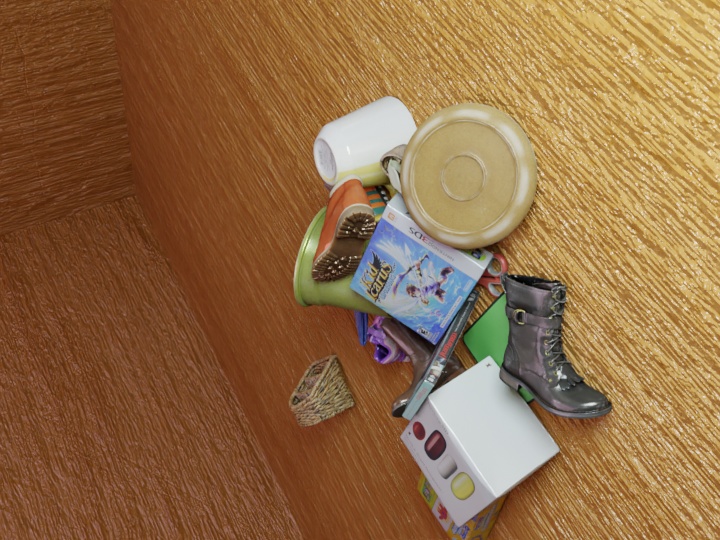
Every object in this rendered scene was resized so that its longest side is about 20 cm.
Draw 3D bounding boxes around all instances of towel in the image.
[{"bbox_3d":[-0.004,0.042,1.471,0.202,0.023,0.147,-101,9,-48],"label":"towel"}]

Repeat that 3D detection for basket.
[{"bbox_3d":[-0.129,0.333,1.882,0.151,0.141,0.200,67,155,3],"label":"basket"}]

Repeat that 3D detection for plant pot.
[{"bbox_3d":[0.000,0.000,1.287,0.181,0.201,0.203,18,134,17],"label":"plant pot"},{"bbox_3d":[0.145,-0.130,0.958,0.196,0.027,0.204,3,99,21],"label":"plant pot"}]

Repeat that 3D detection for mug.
[{"bbox_3d":[0.011,-0.193,1.185,0.189,0.151,0.150,62,153,14],"label":"mug"}]

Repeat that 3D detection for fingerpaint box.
[{"bbox_3d":[0.198,0.440,1.375,0.167,0.072,0.202,51,150,36],"label":"fingerpaint box"}]

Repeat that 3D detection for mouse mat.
[{"bbox_3d":[0.244,0.136,1.116,0.162,0.007,0.201,57,151,16],"label":"mouse mat"}]

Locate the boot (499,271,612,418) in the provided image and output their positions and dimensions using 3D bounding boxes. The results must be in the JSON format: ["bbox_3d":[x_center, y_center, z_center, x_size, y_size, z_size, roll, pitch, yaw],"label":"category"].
[{"bbox_3d":[0.272,0.101,0.978,0.198,0.069,0.178,21,117,43],"label":"boot"}]

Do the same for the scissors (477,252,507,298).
[{"bbox_3d":[0.189,0.014,1.139,0.199,0.014,0.074,-10,102,63],"label":"scissors"}]

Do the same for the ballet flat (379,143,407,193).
[{"bbox_3d":[0.095,-0.117,1.038,0.200,0.066,0.069,48,139,34],"label":"ballet flat"}]

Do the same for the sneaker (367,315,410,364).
[{"bbox_3d":[0.054,0.108,1.404,0.080,0.087,0.204,28,132,56],"label":"sneaker"}]

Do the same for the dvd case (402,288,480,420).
[{"bbox_3d":[0.135,0.141,1.152,0.022,0.201,0.147,28,146,6],"label":"dvd case"}]

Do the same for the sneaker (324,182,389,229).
[{"bbox_3d":[0.026,-0.135,1.297,0.199,0.080,0.071,39,176,14],"label":"sneaker"}]

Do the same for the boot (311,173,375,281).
[{"bbox_3d":[-0.034,-0.067,1.154,0.201,0.074,0.109,122,144,-43],"label":"boot"}]

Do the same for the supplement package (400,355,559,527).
[{"bbox_3d":[0.194,0.296,1.175,0.192,0.145,0.201,54,153,22],"label":"supplement package"}]

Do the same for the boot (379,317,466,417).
[{"bbox_3d":[0.081,0.157,1.273,0.201,0.184,0.065,53,142,26],"label":"boot"}]

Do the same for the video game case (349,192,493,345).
[{"bbox_3d":[0.091,0.003,1.112,0.180,0.046,0.201,34,134,9],"label":"video game case"}]
